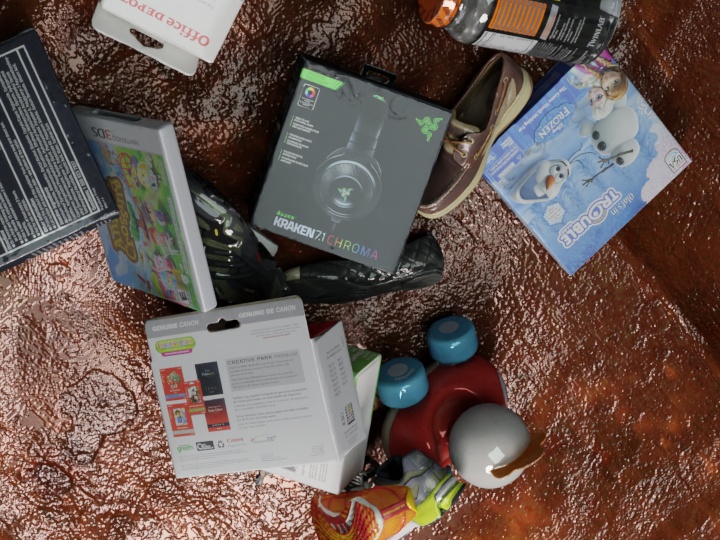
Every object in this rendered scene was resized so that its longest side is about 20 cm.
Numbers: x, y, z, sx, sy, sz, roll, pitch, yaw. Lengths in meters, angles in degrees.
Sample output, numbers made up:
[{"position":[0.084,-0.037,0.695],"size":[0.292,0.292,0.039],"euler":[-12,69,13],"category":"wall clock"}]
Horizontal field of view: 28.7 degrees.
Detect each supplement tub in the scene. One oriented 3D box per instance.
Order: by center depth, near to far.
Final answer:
[{"position":[0.170,-0.297,1.517],"size":[0.198,0.123,0.124],"euler":[8,108,-19],"category":"supplement tub"}]

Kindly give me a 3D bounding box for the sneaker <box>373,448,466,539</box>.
[{"position":[0.045,0.255,1.611],"size":[0.081,0.200,0.074],"euler":[50,52,1],"category":"sneaker"}]

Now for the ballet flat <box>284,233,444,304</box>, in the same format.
[{"position":[0.000,0.000,1.628],"size":[0.197,0.057,0.067],"euler":[-7,154,-12],"category":"ballet flat"}]

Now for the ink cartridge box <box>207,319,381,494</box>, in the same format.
[{"position":[-0.090,0.145,1.578],"size":[0.198,0.084,0.147],"euler":[16,109,18],"category":"ink cartridge box"}]

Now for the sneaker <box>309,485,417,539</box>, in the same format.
[{"position":[0.001,0.276,1.558],"size":[0.076,0.200,0.074],"euler":[-16,89,-28],"category":"sneaker"}]

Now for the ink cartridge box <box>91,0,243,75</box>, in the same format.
[{"position":[-0.179,-0.313,1.409],"size":[0.128,0.125,0.201],"euler":[25,102,-22],"category":"ink cartridge box"}]

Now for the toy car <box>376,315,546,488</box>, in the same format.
[{"position":[0.142,0.184,1.624],"size":[0.176,0.199,0.186],"euler":[-36,126,-33],"category":"toy car"}]

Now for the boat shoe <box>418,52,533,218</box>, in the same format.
[{"position":[0.114,-0.154,1.570],"size":[0.201,0.072,0.072],"euler":[-53,147,3],"category":"boat shoe"}]

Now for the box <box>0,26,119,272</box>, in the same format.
[{"position":[-0.370,-0.105,1.405],"size":[0.197,0.123,0.202],"euler":[-25,94,-9],"category":"box"}]

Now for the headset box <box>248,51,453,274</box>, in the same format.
[{"position":[-0.011,-0.124,1.527],"size":[0.172,0.093,0.202],"euler":[19,101,-10],"category":"headset box"}]

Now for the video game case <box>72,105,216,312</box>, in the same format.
[{"position":[-0.230,-0.066,1.464],"size":[0.022,0.181,0.202],"euler":[-28,118,-34],"category":"video game case"}]

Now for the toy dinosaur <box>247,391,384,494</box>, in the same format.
[{"position":[-0.037,0.202,1.667],"size":[0.198,0.102,0.137],"euler":[-27,100,15],"category":"toy dinosaur"}]

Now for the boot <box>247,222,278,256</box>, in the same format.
[{"position":[-0.188,-0.042,1.537],"size":[0.199,0.073,0.091],"euler":[36,92,-25],"category":"boot"}]

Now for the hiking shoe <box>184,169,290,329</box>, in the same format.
[{"position":[-0.157,-0.016,1.483],"size":[0.100,0.076,0.201],"euler":[-40,125,-4],"category":"hiking shoe"}]

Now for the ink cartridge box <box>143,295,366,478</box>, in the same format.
[{"position":[-0.112,0.115,1.486],"size":[0.198,0.084,0.178],"euler":[-8,98,23],"category":"ink cartridge box"}]

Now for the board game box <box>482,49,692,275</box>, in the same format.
[{"position":[0.256,-0.132,1.647],"size":[0.200,0.043,0.199],"euler":[-44,116,3],"category":"board game box"}]
